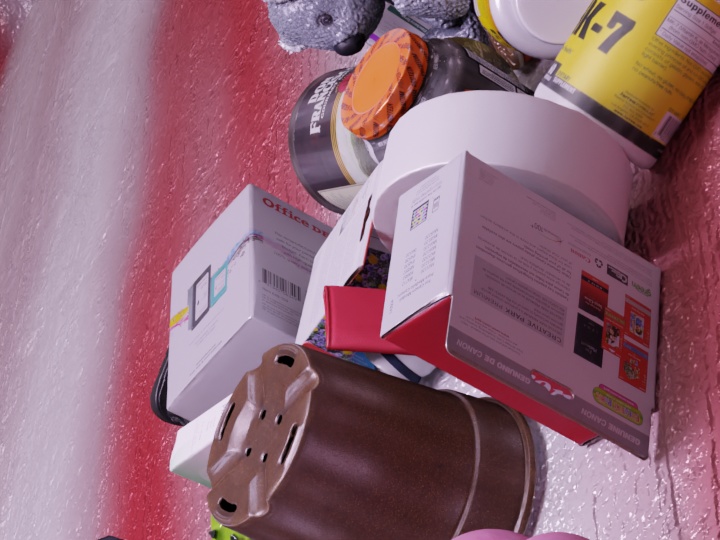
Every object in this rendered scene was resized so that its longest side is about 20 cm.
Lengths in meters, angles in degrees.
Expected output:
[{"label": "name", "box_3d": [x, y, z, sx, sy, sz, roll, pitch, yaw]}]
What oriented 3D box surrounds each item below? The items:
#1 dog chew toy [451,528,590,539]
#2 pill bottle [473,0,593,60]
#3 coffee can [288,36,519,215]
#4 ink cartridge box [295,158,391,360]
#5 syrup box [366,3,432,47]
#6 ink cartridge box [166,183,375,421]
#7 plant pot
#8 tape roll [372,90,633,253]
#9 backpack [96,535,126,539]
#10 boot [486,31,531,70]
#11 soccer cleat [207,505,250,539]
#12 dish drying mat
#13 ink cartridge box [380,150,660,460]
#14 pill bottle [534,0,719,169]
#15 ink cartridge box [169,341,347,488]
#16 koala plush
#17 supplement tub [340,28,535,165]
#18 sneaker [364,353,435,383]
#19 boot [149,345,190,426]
[{"label": "dog chew toy", "box_3d": [0.126, 0.232, 1.251, 0.200, 0.124, 0.125, -18, 49, 46]}, {"label": "pill bottle", "box_3d": [0.160, -0.240, 1.608, 0.109, 0.109, 0.200, -58, 7, 7]}, {"label": "coffee can", "box_3d": [0.042, -0.131, 1.733, 0.200, 0.146, 0.147, -6, 59, 59]}, {"label": "ink cartridge box", "box_3d": [0.000, 0.000, 1.568, 0.200, 0.050, 0.109, 127, 158, -58]}, {"label": "syrup box", "box_3d": [0.082, -0.310, 1.915, 0.200, 0.081, 0.079, -42, 30, 32]}, {"label": "ink cartridge box", "box_3d": [-0.088, 0.051, 1.790, 0.146, 0.147, 0.200, -47, 28, 30]}, {"label": "plant pot", "box_3d": [0.000, 0.161, 1.447, 0.200, 0.198, 0.201, -41, 36, 39]}, {"label": "tape roll", "box_3d": [0.112, -0.055, 1.464, 0.202, 0.202, 0.071, -29, 41, 49]}, {"label": "backpack", "box_3d": [-0.239, 0.358, 1.788, 0.167, 0.126, 0.200, 32, 93, 53]}, {"label": "boot", "box_3d": [0.156, -0.289, 1.763, 0.075, 0.107, 0.200, 77, -178, -71]}, {"label": "soccer cleat", "box_3d": [-0.111, 0.289, 1.697, 0.067, 0.081, 0.200, 15, 97, 34]}, {"label": "dish drying mat", "box_3d": [0.070, 0.046, 1.462, 0.077, 0.199, 0.018, -96, 14, -56]}, {"label": "ink cartridge box", "box_3d": [0.119, 0.041, 1.352, 0.084, 0.200, 0.176, -34, 36, 43]}, {"label": "pill bottle", "box_3d": [0.236, -0.192, 1.472, 0.200, 0.114, 0.114, -58, 26, 7]}, {"label": "ink cartridge box", "box_3d": [-0.044, 0.148, 1.594, 0.200, 0.161, 0.050, -34, 39, 44]}, {"label": "koala plush", "box_3d": [-0.001, -0.276, 1.782, 0.200, 0.177, 0.184, -19, 72, 7]}, {"label": "supplement tub", "box_3d": [0.090, -0.115, 1.565, 0.123, 0.200, 0.123, -43, 31, 34]}, {"label": "sneaker", "box_3d": [0.031, 0.033, 1.689, 0.081, 0.076, 0.200, -49, 35, 9]}, {"label": "boot", "box_3d": [-0.149, 0.075, 1.952, 0.158, 0.079, 0.212, 176, 109, -68]}]
